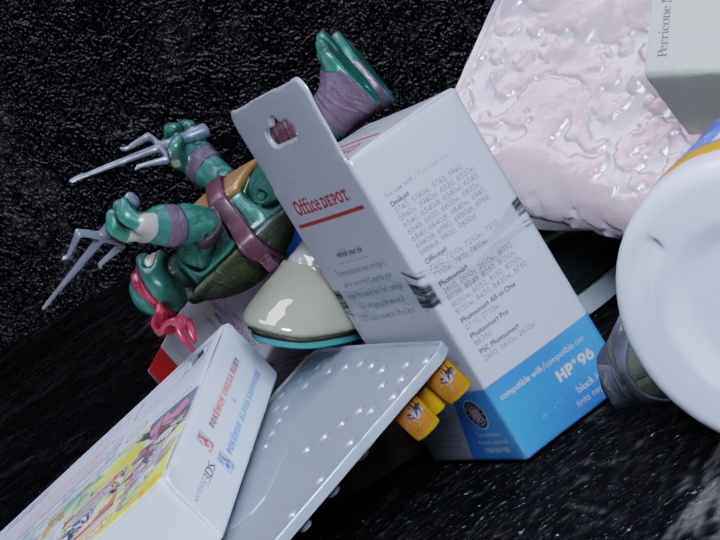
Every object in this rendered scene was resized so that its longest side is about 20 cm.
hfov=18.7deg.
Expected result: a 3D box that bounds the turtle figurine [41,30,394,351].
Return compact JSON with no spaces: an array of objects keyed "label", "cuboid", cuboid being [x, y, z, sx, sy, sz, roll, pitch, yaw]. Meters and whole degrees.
[{"label":"turtle figurine","cuboid":[-0.073,-0.040,1.139,0.200,0.101,0.150,-40,17,9]}]

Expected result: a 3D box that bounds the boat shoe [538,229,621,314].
[{"label":"boat shoe","cuboid":[0.142,-0.031,1.251,0.075,0.061,0.200,-26,9,38]}]

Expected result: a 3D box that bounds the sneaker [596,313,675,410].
[{"label":"sneaker","cuboid":[0.168,-0.007,0.934,0.199,0.074,0.081,-34,2,-36]}]

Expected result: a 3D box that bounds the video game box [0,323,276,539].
[{"label":"video game box","cuboid":[-0.132,0.134,1.075,0.200,0.047,0.182,-42,9,19]}]

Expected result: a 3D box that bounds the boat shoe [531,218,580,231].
[{"label":"boat shoe","cuboid":[0.179,-0.068,1.149,0.200,0.061,0.072,-14,15,16]}]

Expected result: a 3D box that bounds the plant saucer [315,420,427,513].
[{"label":"plant saucer","cuboid":[0.003,0.084,1.189,0.199,0.032,0.200,-33,6,4]}]

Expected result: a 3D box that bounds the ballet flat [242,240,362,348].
[{"label":"ballet flat","cuboid":[0.000,0.000,1.146,0.069,0.070,0.200,-29,-9,25]}]

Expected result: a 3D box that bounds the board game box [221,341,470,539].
[{"label":"board game box","cuboid":[-0.049,0.116,1.020,0.200,0.026,0.200,-49,12,-14]}]

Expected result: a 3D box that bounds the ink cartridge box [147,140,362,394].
[{"label":"ink cartridge box","cuboid":[-0.046,0.024,1.272,0.116,0.067,0.201,-19,-34,-53]}]

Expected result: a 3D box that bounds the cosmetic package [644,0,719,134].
[{"label":"cosmetic package","cuboid":[0.234,-0.124,0.969,0.198,0.105,0.073,-2,-20,25]}]

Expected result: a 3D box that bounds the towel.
[{"label":"towel","cuboid":[0.147,-0.106,1.068,0.199,0.032,0.193,15,79,32]}]

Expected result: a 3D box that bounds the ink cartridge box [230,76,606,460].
[{"label":"ink cartridge box","cuboid":[0.029,-0.012,1.029,0.068,0.201,0.116,-34,7,-20]}]

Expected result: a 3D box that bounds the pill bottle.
[{"label":"pill bottle","cuboid":[0.182,-0.026,0.821,0.112,0.113,0.200,-26,8,38]}]

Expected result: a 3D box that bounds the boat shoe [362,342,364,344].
[{"label":"boat shoe","cuboid":[-0.017,0.033,1.457,0.068,0.075,0.200,-36,5,10]}]
